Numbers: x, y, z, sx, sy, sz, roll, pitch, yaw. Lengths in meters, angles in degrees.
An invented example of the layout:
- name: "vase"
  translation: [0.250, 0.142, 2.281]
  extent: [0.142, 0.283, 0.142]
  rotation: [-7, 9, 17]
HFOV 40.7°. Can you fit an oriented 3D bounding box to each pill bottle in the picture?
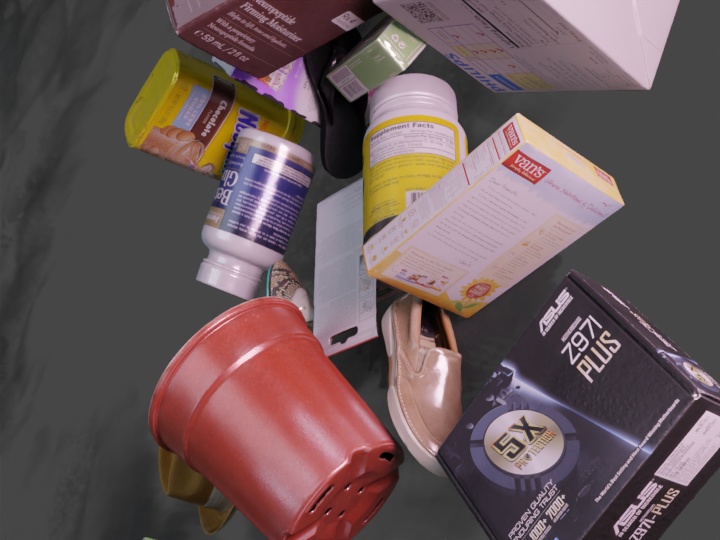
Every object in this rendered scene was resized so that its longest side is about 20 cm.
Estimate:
- name: "pill bottle"
  translation: [-0.137, -0.068, 1.235]
  extent: [0.111, 0.110, 0.202]
  rotation: [15, 84, 53]
- name: "pill bottle"
  translation: [0.058, -0.095, 1.006]
  extent: [0.114, 0.114, 0.202]
  rotation: [-27, 51, 40]

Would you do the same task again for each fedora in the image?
- name: "fedora"
  translation: [-0.190, 0.207, 1.150]
  extent: [0.200, 0.081, 0.203]
  rotation: [-39, 46, 55]

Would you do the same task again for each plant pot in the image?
- name: "plant pot"
  translation: [-0.073, 0.165, 0.956]
  extent: [0.195, 0.200, 0.202]
  rotation: [41, 105, 31]

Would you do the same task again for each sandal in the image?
- name: "sandal"
  translation: [-0.017, -0.202, 1.130]
  extent: [0.048, 0.075, 0.203]
  rotation: [37, 142, 54]

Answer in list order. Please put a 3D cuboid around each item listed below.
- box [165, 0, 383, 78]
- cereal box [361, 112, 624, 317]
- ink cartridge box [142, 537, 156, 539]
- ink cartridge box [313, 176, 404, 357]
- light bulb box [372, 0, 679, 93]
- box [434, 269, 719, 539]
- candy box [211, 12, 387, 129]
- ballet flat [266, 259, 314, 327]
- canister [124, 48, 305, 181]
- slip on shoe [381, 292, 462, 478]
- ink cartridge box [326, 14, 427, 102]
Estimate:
- name: "box"
  translation: [-0.084, -0.326, 0.972]
  extent: [0.198, 0.165, 0.166]
  rotation: [-23, 75, 23]
- name: "cereal box"
  translation: [0.118, -0.041, 0.879]
  extent: [0.200, 0.143, 0.040]
  rotation: [-39, 44, 31]
- name: "ink cartridge box"
  translation: [-0.132, 0.356, 0.936]
  extent: [0.084, 0.199, 0.145]
  rotation: [-52, 39, 13]
- name: "ink cartridge box"
  translation: [0.000, 0.000, 1.082]
  extent: [0.108, 0.050, 0.202]
  rotation: [-25, 55, 42]
- name: "light bulb box"
  translation: [0.156, -0.264, 0.902]
  extent: [0.199, 0.197, 0.126]
  rotation: [13, 79, 52]
- name: "box"
  translation: [0.175, 0.132, 0.763]
  extent: [0.201, 0.086, 0.164]
  rotation: [-56, 37, 15]
- name: "candy box"
  translation: [-0.048, -0.268, 1.156]
  extent: [0.169, 0.199, 0.072]
  rotation: [-58, 37, 9]
- name: "ballet flat"
  translation: [-0.075, 0.086, 1.129]
  extent: [0.074, 0.068, 0.203]
  rotation: [-3, 73, 27]
- name: "canister"
  translation: [-0.195, -0.194, 1.294]
  extent: [0.149, 0.198, 0.087]
  rotation: [-50, 42, 25]
- name: "slip on shoe"
  translation: [0.069, 0.099, 0.928]
  extent: [0.061, 0.075, 0.201]
  rotation: [-48, 33, 33]
- name: "ink cartridge box"
  translation: [0.064, -0.276, 1.049]
  extent: [0.200, 0.048, 0.145]
  rotation: [-50, 14, -19]
